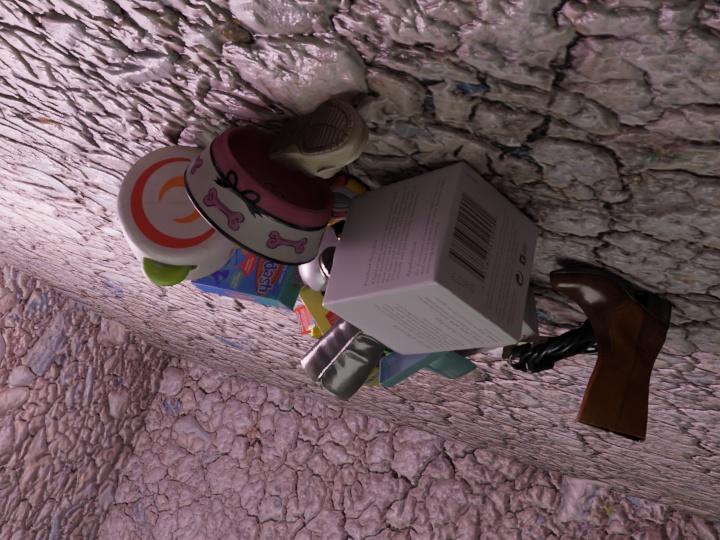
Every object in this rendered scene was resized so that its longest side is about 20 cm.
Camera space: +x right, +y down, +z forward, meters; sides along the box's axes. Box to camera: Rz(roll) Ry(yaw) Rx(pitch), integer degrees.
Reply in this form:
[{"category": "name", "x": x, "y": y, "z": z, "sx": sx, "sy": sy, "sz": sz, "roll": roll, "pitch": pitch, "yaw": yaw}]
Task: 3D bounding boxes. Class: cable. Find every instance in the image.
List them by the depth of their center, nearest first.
[{"category": "cable", "x": 0.334, "y": 0.105, "z": 1.296, "sx": 0.198, "sy": 0.051, "sz": 0.163, "roll": -6, "pitch": 158, "yaw": -29}]

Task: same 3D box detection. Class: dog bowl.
[{"category": "dog bowl", "x": -0.119, "y": -0.101, "z": 1.064, "sx": 0.199, "sy": 0.074, "sz": 0.201, "roll": 30, "pitch": -154, "yaw": -16}]

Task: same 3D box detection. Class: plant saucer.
[{"category": "plant saucer", "x": 0.110, "y": 0.093, "z": 1.137, "sx": 0.019, "sy": 0.199, "sz": 0.070, "roll": 50, "pitch": -163, "yaw": -17}, {"category": "plant saucer", "x": 0.083, "y": 0.122, "z": 1.298, "sx": 0.198, "sy": 0.036, "sz": 0.200, "roll": 24, "pitch": 174, "yaw": 3}]

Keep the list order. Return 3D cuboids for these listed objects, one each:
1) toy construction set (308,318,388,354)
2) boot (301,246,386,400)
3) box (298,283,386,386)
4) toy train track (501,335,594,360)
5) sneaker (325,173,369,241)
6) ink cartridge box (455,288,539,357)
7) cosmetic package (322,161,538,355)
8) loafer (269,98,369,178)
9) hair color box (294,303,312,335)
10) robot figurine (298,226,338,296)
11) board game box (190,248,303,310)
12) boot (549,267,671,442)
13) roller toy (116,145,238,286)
[{"category": "toy construction set", "x": 0.008, "y": 0.104, "z": 1.487, "sx": 0.130, "sy": 0.093, "sz": 0.200, "roll": -12, "pitch": 165, "yaw": 24}, {"category": "boot", "x": -0.031, "y": 0.082, "z": 1.230, "sx": 0.182, "sy": 0.072, "sz": 0.200, "roll": 48, "pitch": 138, "yaw": 2}, {"category": "box", "x": -0.026, "y": 0.092, "z": 1.359, "sx": 0.201, "sy": 0.050, "sz": 0.075, "roll": 57, "pitch": -161, "yaw": 23}, {"category": "toy train track", "x": 0.298, "y": 0.109, "z": 1.425, "sx": 0.197, "sy": 0.115, "sz": 0.033, "roll": 4, "pitch": 120, "yaw": 14}, {"category": "sneaker", "x": 0.005, "y": -0.057, "z": 1.201, "sx": 0.199, "sy": 0.083, "sz": 0.077, "roll": 32, "pitch": 160, "yaw": -36}, {"category": "ink cartridge box", "x": 0.162, "y": 0.046, "z": 1.255, "sx": 0.144, "sy": 0.085, "sz": 0.200, "roll": -19, "pitch": 146, "yaw": 26}, {"category": "cosmetic package", "x": 0.088, "y": -0.006, "z": 1.060, "sx": 0.164, "sy": 0.167, "sz": 0.199, "roll": 34, "pitch": 151, "yaw": -34}, {"category": "loafer", "x": -0.039, "y": -0.149, "z": 0.988, "sx": 0.068, "sy": 0.076, "sz": 0.199, "roll": 27, "pitch": 172, "yaw": -28}, {"category": "hair color box", "x": -0.053, "y": 0.079, "z": 1.670, "sx": 0.100, "sy": 0.062, "sz": 0.200, "roll": -15, "pitch": 177, "yaw": -21}, {"category": "robot figurine", "x": -0.001, "y": 0.001, "z": 1.317, "sx": 0.198, "sy": 0.126, "sz": 0.150, "roll": 24, "pitch": 164, "yaw": -13}, {"category": "board game box", "x": -0.172, "y": -0.026, "z": 1.395, "sx": 0.198, "sy": 0.154, "sz": 0.045, "roll": 9, "pitch": 161, "yaw": 33}, {"category": "boot", "x": 0.320, "y": 0.112, "z": 1.144, "sx": 0.186, "sy": 0.202, "sz": 0.068, "roll": 24, "pitch": 164, "yaw": -14}, {"category": "roller toy", "x": -0.266, "y": -0.084, "z": 1.273, "sx": 0.183, "sy": 0.199, "sz": 0.140, "roll": 55, "pitch": 165, "yaw": 7}]
